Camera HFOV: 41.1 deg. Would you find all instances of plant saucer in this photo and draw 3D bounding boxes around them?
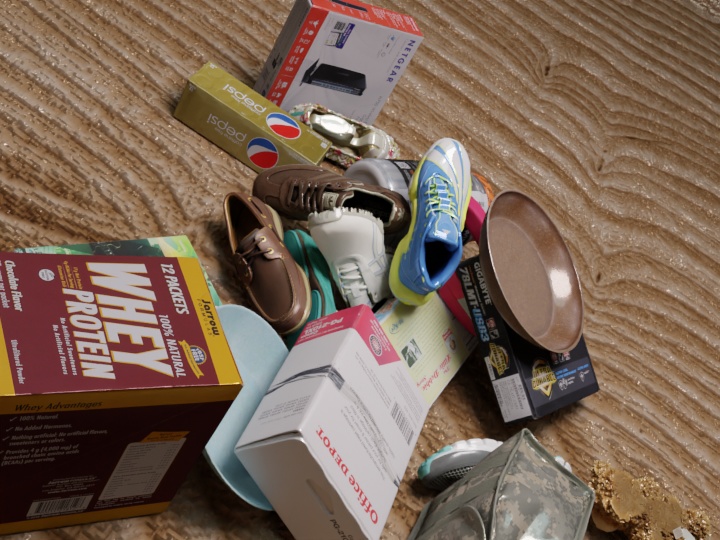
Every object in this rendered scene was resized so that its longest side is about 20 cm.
[{"bbox_3d":[-0.114,0.134,0.927,0.201,0.038,0.202,44,34,-42],"label":"plant saucer"},{"bbox_3d":[0.195,0.004,1.127,0.200,0.036,0.202,29,49,-40],"label":"plant saucer"}]

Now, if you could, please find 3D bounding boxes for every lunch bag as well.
[{"bbox_3d":[0.108,0.271,0.888,0.117,0.164,0.200,41,37,0],"label":"lunch bag"}]

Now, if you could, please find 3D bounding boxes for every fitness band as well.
[{"bbox_3d":[0.140,-0.007,1.199,0.201,0.037,0.144,56,38,-19],"label":"fitness band"}]

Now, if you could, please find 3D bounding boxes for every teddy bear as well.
[{"bbox_3d":[0.338,0.301,1.121,0.199,0.067,0.146,19,49,-30],"label":"teddy bear"}]

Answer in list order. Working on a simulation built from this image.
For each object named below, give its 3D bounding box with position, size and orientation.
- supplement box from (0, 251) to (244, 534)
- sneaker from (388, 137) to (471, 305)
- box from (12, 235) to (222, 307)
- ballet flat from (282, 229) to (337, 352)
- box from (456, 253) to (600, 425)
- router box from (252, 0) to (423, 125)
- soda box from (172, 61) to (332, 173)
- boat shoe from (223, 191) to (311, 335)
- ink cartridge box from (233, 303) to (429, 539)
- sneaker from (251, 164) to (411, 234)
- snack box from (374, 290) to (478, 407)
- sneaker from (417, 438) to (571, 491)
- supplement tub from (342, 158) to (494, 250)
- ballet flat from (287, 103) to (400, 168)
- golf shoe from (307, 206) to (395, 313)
[{"bbox_3d":[-0.234,0.101,0.785,0.196,0.200,0.133,1,48,-35],"label":"supplement box"},{"bbox_3d":[0.094,-0.058,1.072,0.075,0.105,0.202,17,80,-16],"label":"sneaker"},{"bbox_3d":[-0.241,0.033,0.987,0.199,0.036,0.145,-6,54,-42],"label":"box"},{"bbox_3d":[-0.049,0.038,1.104,0.070,0.067,0.201,24,39,-36],"label":"ballet flat"},{"bbox_3d":[0.209,0.073,1.179,0.199,0.049,0.200,-5,78,-54],"label":"box"},{"bbox_3d":[-0.037,-0.278,1.333,0.178,0.200,0.049,6,45,-31],"label":"router box"},{"bbox_3d":[-0.142,-0.187,1.269,0.199,0.064,0.068,33,38,-2],"label":"soda box"},{"bbox_3d":[-0.114,-0.011,1.084,0.068,0.072,0.201,41,18,-48],"label":"boat shoe"},{"bbox_3d":[-0.021,0.153,0.937,0.145,0.084,0.200,59,32,-20],"label":"ink cartridge box"},{"bbox_3d":[-0.037,-0.089,1.144,0.198,0.071,0.076,10,0,6],"label":"sneaker"},{"bbox_3d":[0.077,0.074,1.143,0.117,0.037,0.200,60,37,-9],"label":"snack box"},{"bbox_3d":[0.154,0.240,1.033,0.199,0.078,0.092,13,47,-24],"label":"sneaker"},{"bbox_3d":[0.077,-0.085,1.276,0.199,0.123,0.123,-3,51,-37],"label":"supplement tub"},{"bbox_3d":[-0.014,-0.182,1.345,0.199,0.064,0.076,13,76,-32],"label":"ballet flat"},{"bbox_3d":[0.000,0.000,1.108,0.200,0.078,0.098,47,36,-55],"label":"golf shoe"}]
